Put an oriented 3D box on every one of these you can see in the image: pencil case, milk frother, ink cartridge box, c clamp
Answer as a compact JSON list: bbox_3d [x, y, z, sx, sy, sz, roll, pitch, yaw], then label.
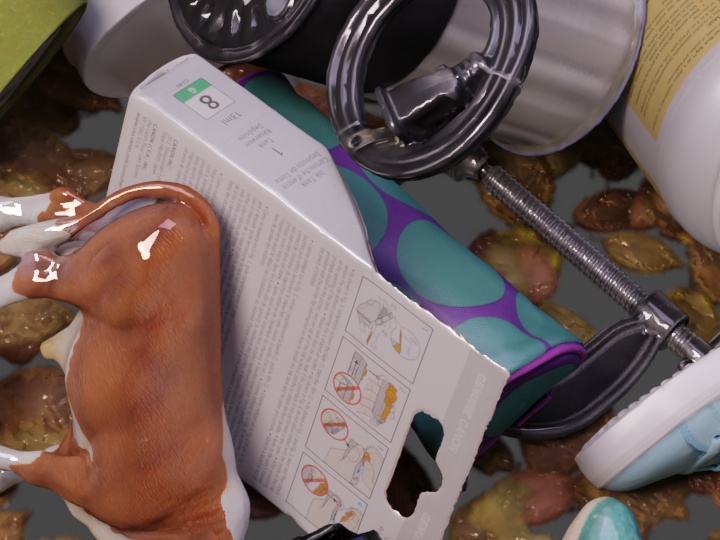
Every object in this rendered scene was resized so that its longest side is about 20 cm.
[{"bbox_3d":[0.000,0.000,1.308,0.200,0.092,0.085,43,89,17],"label":"pencil case"},{"bbox_3d":[0.046,-0.100,1.279,0.188,0.180,0.200,14,59,-39],"label":"milk frother"},{"bbox_3d":[-0.025,0.026,1.249,0.200,0.161,0.050,35,47,16],"label":"ink cartridge box"},{"bbox_3d":[0.079,-0.001,1.383,0.200,0.027,0.171,37,60,16],"label":"c clamp"}]

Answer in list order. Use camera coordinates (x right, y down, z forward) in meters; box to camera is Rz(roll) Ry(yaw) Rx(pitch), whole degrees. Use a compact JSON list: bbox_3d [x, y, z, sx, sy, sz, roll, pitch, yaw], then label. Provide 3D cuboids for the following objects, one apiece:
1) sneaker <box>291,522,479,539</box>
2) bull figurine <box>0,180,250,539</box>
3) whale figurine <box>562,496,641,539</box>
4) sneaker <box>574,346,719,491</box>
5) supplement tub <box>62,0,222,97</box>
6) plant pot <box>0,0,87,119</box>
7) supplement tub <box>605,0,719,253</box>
[{"bbox_3d":[-0.037,0.137,1.183,0.200,0.078,0.070,2,38,-32],"label":"sneaker"},{"bbox_3d":[-0.101,0.058,1.229,0.121,0.200,0.065,3,14,9],"label":"bull figurine"},{"bbox_3d":[0.066,0.180,1.153,0.104,0.159,0.200,12,46,47],"label":"whale figurine"},{"bbox_3d":[0.195,0.066,1.321,0.200,0.074,0.082,-24,76,-15],"label":"sneaker"},{"bbox_3d":[-0.119,-0.198,1.407,0.145,0.145,0.200,-21,72,-25],"label":"supplement tub"},{"bbox_3d":[-0.225,-0.147,1.306,0.200,0.187,0.187,40,53,-3],"label":"plant pot"},{"bbox_3d":[0.183,-0.095,1.377,0.145,0.146,0.200,-11,43,-19],"label":"supplement tub"}]
